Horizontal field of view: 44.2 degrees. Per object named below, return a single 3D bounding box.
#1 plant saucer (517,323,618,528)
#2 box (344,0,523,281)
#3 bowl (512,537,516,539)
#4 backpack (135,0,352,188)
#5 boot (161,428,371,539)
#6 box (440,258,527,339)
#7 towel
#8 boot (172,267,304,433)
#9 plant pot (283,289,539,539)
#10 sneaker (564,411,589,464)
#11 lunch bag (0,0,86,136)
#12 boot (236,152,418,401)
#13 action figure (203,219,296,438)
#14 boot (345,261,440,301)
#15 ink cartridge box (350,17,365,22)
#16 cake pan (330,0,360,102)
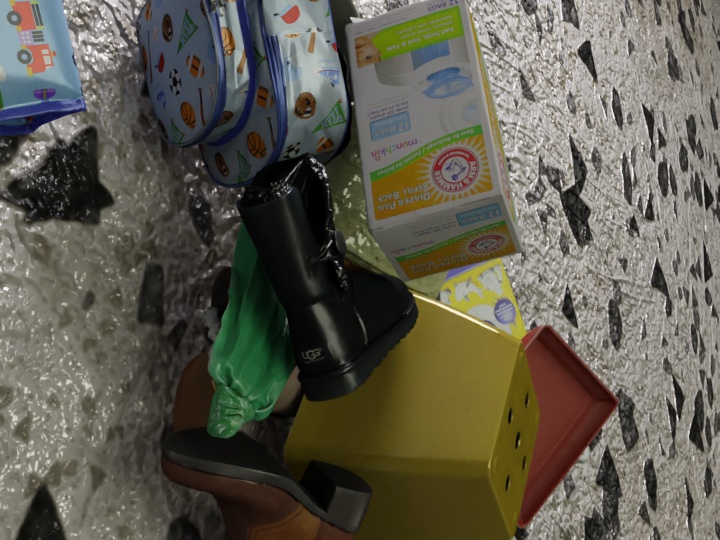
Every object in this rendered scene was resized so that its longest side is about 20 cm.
[{"bbox_3d":[0.196,0.182,1.050,0.201,0.037,0.200,-51,128,-3],"label":"plant saucer"},{"bbox_3d":[0.060,-0.110,0.740,0.102,0.110,0.204,51,30,-60],"label":"box"},{"bbox_3d":[0.100,0.363,0.951,0.199,0.089,0.206,20,66,-52],"label":"bowl"},{"bbox_3d":[-0.092,-0.169,0.741,0.152,0.199,0.194,-22,91,-30],"label":"backpack"},{"bbox_3d":[-0.103,0.234,0.684,0.186,0.068,0.203,24,94,-40],"label":"boot"},{"bbox_3d":[0.143,0.089,1.064,0.115,0.048,0.204,-23,97,-21],"label":"box"},{"bbox_3d":[0.034,-0.066,0.881,0.198,0.036,0.151,25,86,-34],"label":"towel"},{"bbox_3d":[-0.084,0.098,0.783,0.146,0.069,0.204,40,51,-45],"label":"boot"},{"bbox_3d":[0.067,0.148,0.840,0.202,0.172,0.203,66,36,-46],"label":"plant pot"},{"bbox_3d":[0.242,0.168,1.143,0.075,0.085,0.203,-45,116,-45],"label":"sneaker"},{"bbox_3d":[-0.292,-0.157,0.552,0.198,0.093,0.154,-19,99,-45],"label":"lunch bag"},{"bbox_3d":[-0.021,-0.013,0.715,0.200,0.075,0.172,-44,120,-64],"label":"boot"},{"bbox_3d":[-0.083,0.050,0.692,0.118,0.054,0.202,48,30,-24],"label":"action figure"},{"bbox_3d":[0.000,0.000,0.926,0.198,0.067,0.193,-12,91,-54],"label":"boot"},{"bbox_3d":[0.034,-0.181,1.005,0.203,0.047,0.160,63,17,-6],"label":"ink cartridge box"},{"bbox_3d":[-0.032,-0.206,0.923,0.200,0.036,0.206,-7,90,-70],"label":"cake pan"}]
